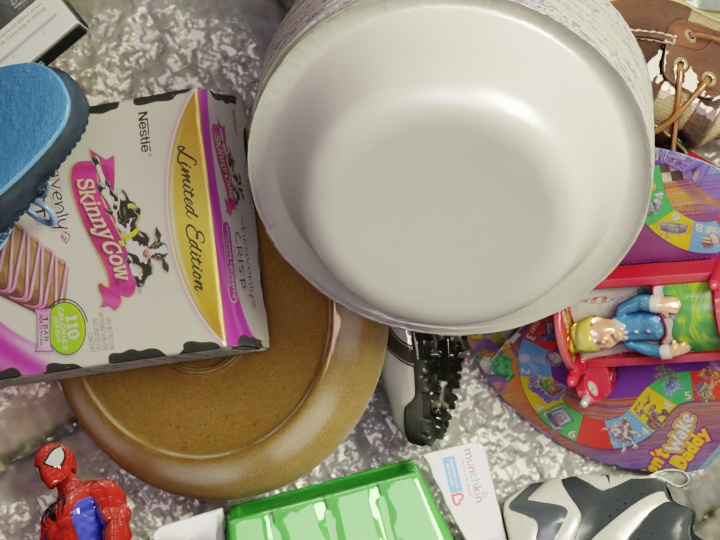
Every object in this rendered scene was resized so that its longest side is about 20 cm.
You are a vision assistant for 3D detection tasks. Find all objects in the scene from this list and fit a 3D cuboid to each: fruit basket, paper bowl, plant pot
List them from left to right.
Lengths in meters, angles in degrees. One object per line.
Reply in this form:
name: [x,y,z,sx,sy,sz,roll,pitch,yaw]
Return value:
plant pot: [-0.082,0.023,1.520,0.199,0.027,0.201,0,89,21]
fruit basket: [0.001,0.208,1.530,0.184,0.094,0.201,-15,100,-2]
paper bowl: [0.044,-0.055,1.398,0.200,0.105,0.201,3,123,4]

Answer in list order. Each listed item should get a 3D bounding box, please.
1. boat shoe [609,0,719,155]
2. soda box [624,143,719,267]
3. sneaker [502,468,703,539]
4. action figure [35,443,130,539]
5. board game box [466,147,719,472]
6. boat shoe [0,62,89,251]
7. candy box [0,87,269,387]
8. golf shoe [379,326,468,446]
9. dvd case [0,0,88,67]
boat shoe: [0.168,-0.098,1.495,0.072,0.199,0.072,52,122,37]
soda box: [0.191,-0.006,1.537,0.200,0.063,0.070,31,59,0]
sneaker: [0.163,0.198,1.528,0.129,0.079,0.200,-17,78,6]
action figure: [-0.139,0.173,1.492,0.065,0.052,0.200,-43,46,27]
board game box: [0.145,0.033,1.499,0.158,0.039,0.200,34,125,-2]
boat shoe: [-0.210,-0.036,1.459,0.200,0.069,0.084,-34,62,23]
candy box: [-0.154,-0.013,1.501,0.199,0.061,0.137,-9,85,21]
golf shoe: [0.000,0.000,1.546,0.094,0.078,0.201,-12,86,16]
dvd case: [-0.260,-0.154,1.506,0.150,0.025,0.200,-40,76,1]
